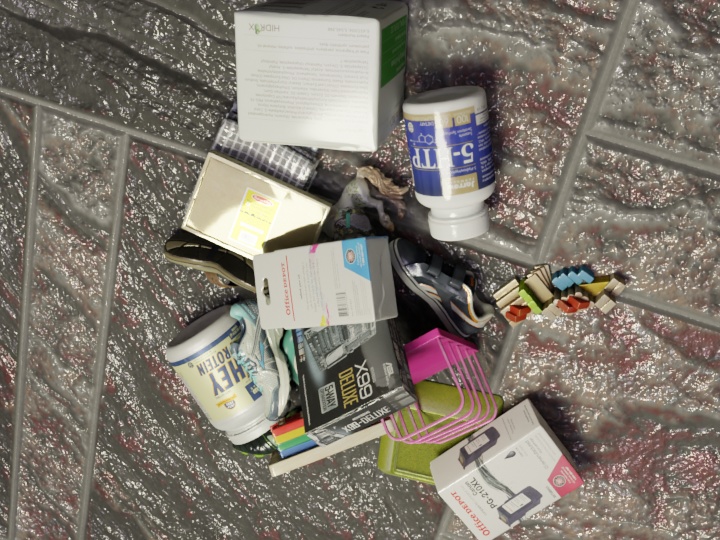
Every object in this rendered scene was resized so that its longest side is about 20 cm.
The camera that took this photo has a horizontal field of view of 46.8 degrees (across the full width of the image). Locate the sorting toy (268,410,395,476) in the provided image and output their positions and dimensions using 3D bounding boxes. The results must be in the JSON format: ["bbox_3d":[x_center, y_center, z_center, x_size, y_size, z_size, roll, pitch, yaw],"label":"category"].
[{"bbox_3d":[-0.057,0.251,1.343,0.198,0.199,0.070,-20,86,-6],"label":"sorting toy"}]

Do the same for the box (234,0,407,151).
[{"bbox_3d":[-0.048,-0.275,1.141,0.198,0.199,0.173,7,114,12],"label":"box"}]

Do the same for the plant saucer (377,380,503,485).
[{"bbox_3d":[0.129,0.291,1.416,0.198,0.048,0.202,11,114,10],"label":"plant saucer"}]

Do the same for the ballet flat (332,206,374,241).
[{"bbox_3d":[0.000,0.000,1.262,0.071,0.072,0.202,-4,129,16],"label":"ballet flat"}]

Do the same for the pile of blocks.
[{"bbox_3d":[0.298,0.036,1.257,0.198,0.062,0.083,-13,108,19],"label":"pile of blocks"}]

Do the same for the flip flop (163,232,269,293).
[{"bbox_3d":[-0.232,-0.005,1.376,0.198,0.081,0.058,15,132,10],"label":"flip flop"}]

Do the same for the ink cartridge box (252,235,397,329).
[{"bbox_3d":[-0.053,0.020,1.188,0.198,0.068,0.117,-7,90,32],"label":"ink cartridge box"}]

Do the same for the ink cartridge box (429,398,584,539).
[{"bbox_3d":[0.234,0.327,1.347,0.199,0.085,0.145,-35,112,11],"label":"ink cartridge box"}]

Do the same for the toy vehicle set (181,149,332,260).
[{"bbox_3d":[-0.156,-0.082,1.248,0.198,0.027,0.125,24,105,-4],"label":"toy vehicle set"}]

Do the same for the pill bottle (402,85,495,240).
[{"bbox_3d":[0.131,-0.152,1.191,0.118,0.120,0.202,-5,111,16],"label":"pill bottle"}]

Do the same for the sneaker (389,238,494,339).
[{"bbox_3d":[0.129,0.015,1.285,0.079,0.079,0.200,-32,112,29],"label":"sneaker"}]

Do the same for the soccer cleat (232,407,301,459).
[{"bbox_3d":[-0.133,0.287,1.480,0.198,0.068,0.082,-4,101,10],"label":"soccer cleat"}]

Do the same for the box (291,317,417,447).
[{"bbox_3d":[-0.014,0.131,1.194,0.157,0.201,0.050,-28,134,16],"label":"box"}]

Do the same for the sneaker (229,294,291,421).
[{"bbox_3d":[-0.167,0.142,1.328,0.085,0.078,0.202,-4,77,-24],"label":"sneaker"}]

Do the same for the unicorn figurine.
[{"bbox_3d":[-0.021,-0.079,1.296,0.137,0.074,0.201,36,100,-2],"label":"unicorn figurine"}]

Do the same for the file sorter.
[{"bbox_3d":[0.113,0.186,1.264,0.138,0.200,0.126,-29,69,16],"label":"file sorter"}]

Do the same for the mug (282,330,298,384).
[{"bbox_3d":[-0.066,0.124,1.360,0.183,0.115,0.153,20,116,5],"label":"mug"}]

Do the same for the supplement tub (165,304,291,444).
[{"bbox_3d":[-0.220,0.176,1.405,0.144,0.145,0.201,-26,104,23],"label":"supplement tub"}]

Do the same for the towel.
[{"bbox_3d":[-0.169,-0.136,1.296,0.164,0.086,0.201,29,116,1],"label":"towel"}]
